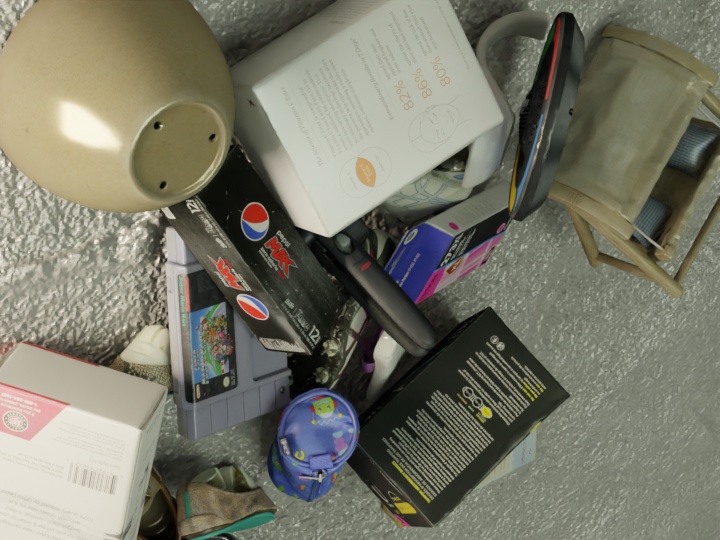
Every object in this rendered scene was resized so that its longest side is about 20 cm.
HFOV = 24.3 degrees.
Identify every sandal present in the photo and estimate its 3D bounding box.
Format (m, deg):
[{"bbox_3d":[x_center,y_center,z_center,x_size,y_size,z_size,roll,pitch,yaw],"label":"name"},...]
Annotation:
[{"bbox_3d":[0.024,0.074,1.701,0.082,0.050,0.203,-54,172,-21],"label":"sandal"}]

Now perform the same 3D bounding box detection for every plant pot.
[{"bbox_3d":[-0.179,-0.126,1.351,0.200,0.134,0.200,-22,130,-28],"label":"plant pot"}]

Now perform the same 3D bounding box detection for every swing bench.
[{"bbox_3d":[0.294,-0.113,1.738,0.200,0.130,0.199,42,75,-48],"label":"swing bench"}]

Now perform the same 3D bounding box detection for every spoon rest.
[{"bbox_3d":[0.126,-0.167,1.592,0.099,0.061,0.200,96,14,-60],"label":"spoon rest"}]

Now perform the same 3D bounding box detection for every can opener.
[{"bbox_3d":[0.000,0.000,1.555,0.079,0.200,0.063,-39,168,-13],"label":"can opener"}]

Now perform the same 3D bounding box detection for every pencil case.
[{"bbox_3d":[-0.048,0.177,1.650,0.078,0.087,0.200,1,164,-6],"label":"pencil case"}]

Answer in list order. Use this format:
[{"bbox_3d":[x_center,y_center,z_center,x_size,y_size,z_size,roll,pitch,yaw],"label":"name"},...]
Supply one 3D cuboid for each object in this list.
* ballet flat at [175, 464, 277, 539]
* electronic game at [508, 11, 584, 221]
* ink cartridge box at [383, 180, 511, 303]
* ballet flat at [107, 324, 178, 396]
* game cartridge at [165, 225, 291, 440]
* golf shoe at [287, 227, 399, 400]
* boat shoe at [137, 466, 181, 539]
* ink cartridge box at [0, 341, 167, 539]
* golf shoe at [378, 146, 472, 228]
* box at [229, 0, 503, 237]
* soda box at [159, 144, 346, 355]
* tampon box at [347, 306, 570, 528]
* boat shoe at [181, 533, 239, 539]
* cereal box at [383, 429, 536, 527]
[{"bbox_3d":[-0.134,0.230,1.683,0.068,0.067,0.200,-19,171,10],"label":"ballet flat"},{"bbox_3d":[0.170,-0.144,1.567,0.042,0.200,0.200,14,117,0],"label":"electronic game"},{"bbox_3d":[0.087,-0.024,1.664,0.200,0.037,0.095,-25,151,-52],"label":"ink cartridge box"},{"bbox_3d":[-0.169,0.082,1.566,0.200,0.068,0.075,-5,107,-44],"label":"ballet flat"},{"bbox_3d":[-0.121,0.046,1.542,0.130,0.038,0.200,-20,114,-48],"label":"game cartridge"},{"bbox_3d":[-0.016,0.050,1.664,0.088,0.077,0.200,-6,126,-51],"label":"golf shoe"},{"bbox_3d":[-0.224,0.203,1.594,0.076,0.072,0.200,-44,138,-7],"label":"boat shoe"},{"bbox_3d":[-0.266,0.183,1.484,0.083,0.146,0.200,-65,171,-63],"label":"ink cartridge box"},{"bbox_3d":[0.035,-0.078,1.617,0.200,0.078,0.097,-2,126,-39],"label":"golf shoe"},{"bbox_3d":[-0.003,-0.150,1.469,0.200,0.106,0.152,-34,111,-17],"label":"box"},{"bbox_3d":[-0.097,-0.017,1.485,0.071,0.063,0.200,-56,128,-31],"label":"soda box"},{"bbox_3d":[0.090,0.157,1.741,0.200,0.126,0.150,-42,180,-12],"label":"tampon box"},{"bbox_3d":[-0.206,0.302,1.675,0.200,0.075,0.093,-26,142,-24],"label":"boat shoe"},{"bbox_3d":[0.115,0.194,1.903,0.200,0.040,0.144,-23,131,-28],"label":"cereal box"}]
